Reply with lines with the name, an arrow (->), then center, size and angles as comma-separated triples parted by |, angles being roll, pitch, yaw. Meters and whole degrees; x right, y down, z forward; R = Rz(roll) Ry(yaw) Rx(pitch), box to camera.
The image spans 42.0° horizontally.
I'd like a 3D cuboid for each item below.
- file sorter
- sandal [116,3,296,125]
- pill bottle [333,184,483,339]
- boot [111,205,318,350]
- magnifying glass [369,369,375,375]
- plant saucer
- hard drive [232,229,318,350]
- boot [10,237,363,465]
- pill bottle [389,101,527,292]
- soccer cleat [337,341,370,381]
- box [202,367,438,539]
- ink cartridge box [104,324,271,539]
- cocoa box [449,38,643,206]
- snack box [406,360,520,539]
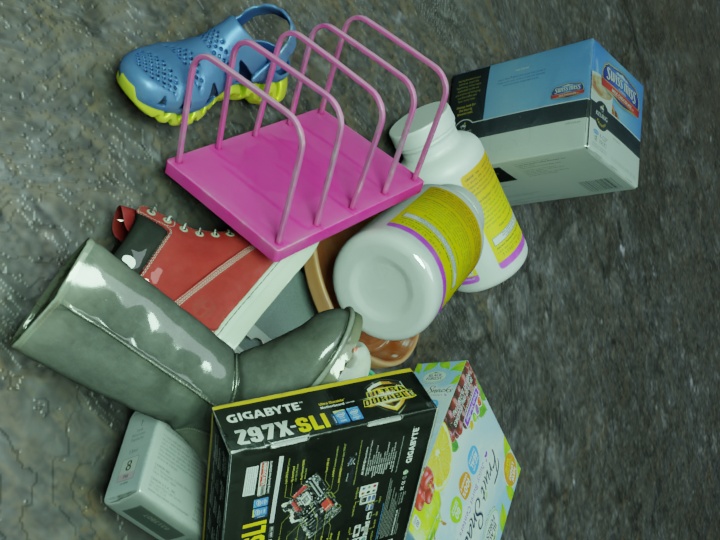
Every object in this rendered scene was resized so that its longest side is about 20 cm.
file sorter -> -0.039, -0.125, 0.797 | 0.199, 0.138, 0.127 | -28, 147, -44
sandal -> -0.125, -0.186, 0.810 | 0.080, 0.087, 0.199 | 48, 40, 10
pill bottle -> 0.058, -0.019, 0.906 | 0.200, 0.103, 0.106 | -42, 117, -57
boot -> -0.123, -0.027, 0.784 | 0.144, 0.072, 0.201 | 44, 46, -6
magnifying glass -> 0.011, 0.191, 0.909 | 0.079, 0.022, 0.204 | -24, 105, -48
plant saucer -> 0.000, 0.000, 0.950 | 0.200, 0.032, 0.203 | 36, 45, -47
hard drive -> -0.102, 0.083, 0.858 | 0.139, 0.033, 0.203 | 41, 57, -37
boot -> -0.121, 0.044, 0.678 | 0.200, 0.073, 0.182 | 42, 92, -13
pill bottle -> 0.107, -0.083, 1.051 | 0.104, 0.103, 0.202 | -49, 121, -38
soccer cleat -> -0.039, 0.144, 0.812 | 0.078, 0.068, 0.201 | 59, 40, -26
box -> -0.036, 0.175, 0.694 | 0.157, 0.050, 0.203 | -8, 127, -24
ink cartridge box -> -0.118, 0.140, 0.792 | 0.163, 0.056, 0.202 | 46, 35, -34
cocoa box -> 0.215, -0.167, 1.108 | 0.132, 0.198, 0.134 | 23, 69, -44
snack box -> 0.083, 0.221, 0.933 | 0.170, 0.067, 0.201 | 62, 39, -30
